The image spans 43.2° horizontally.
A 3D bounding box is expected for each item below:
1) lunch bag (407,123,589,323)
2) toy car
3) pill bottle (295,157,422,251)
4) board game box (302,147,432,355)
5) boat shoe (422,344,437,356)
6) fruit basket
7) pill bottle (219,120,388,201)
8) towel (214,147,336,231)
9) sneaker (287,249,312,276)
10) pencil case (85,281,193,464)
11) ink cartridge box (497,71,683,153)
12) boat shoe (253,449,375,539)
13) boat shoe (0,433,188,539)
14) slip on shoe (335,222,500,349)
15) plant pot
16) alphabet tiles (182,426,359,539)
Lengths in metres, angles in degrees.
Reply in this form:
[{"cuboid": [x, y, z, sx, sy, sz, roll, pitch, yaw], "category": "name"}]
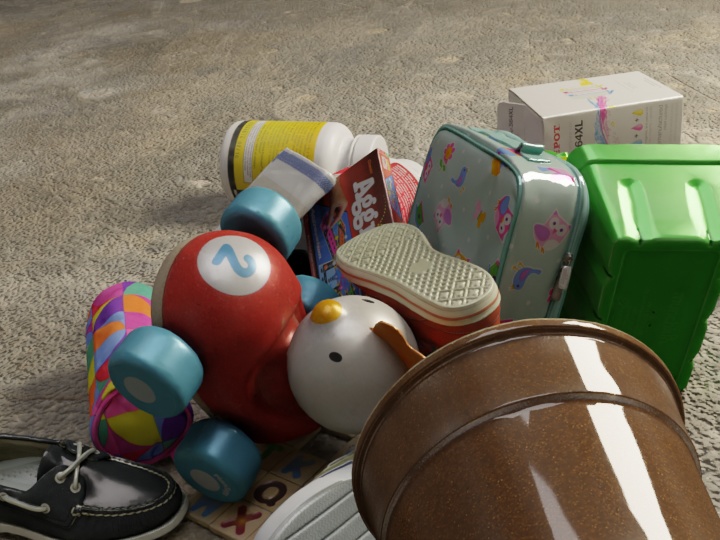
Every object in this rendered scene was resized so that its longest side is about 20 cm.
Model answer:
[{"cuboid": [0.107, -0.034, 0.744, 0.076, 0.163, 0.200, 8, 18, -22], "category": "lunch bag"}, {"cuboid": [-0.032, 0.051, 0.639, 0.198, 0.178, 0.185, -1, 41, 33], "category": "toy car"}, {"cuboid": [0.007, -0.058, 0.971, 0.111, 0.114, 0.200, 8, 21, 26], "category": "pill bottle"}, {"cuboid": [0.000, 0.000, 0.796, 0.102, 0.019, 0.202, -32, 53, 30], "category": "board game box"}, {"cuboid": [0.054, 0.058, 0.789, 0.071, 0.061, 0.202, 12, 17, -32], "category": "boat shoe"}, {"cuboid": [0.214, -0.028, 0.766, 0.153, 0.219, 0.216, 1, 26, 0], "category": "fruit basket"}, {"cuboid": [-0.069, -0.132, 1.147, 0.197, 0.113, 0.111, 4, 28, 20], "category": "pill bottle"}, {"cuboid": [-0.109, -0.029, 0.870, 0.201, 0.024, 0.147, -50, 26, -2], "category": "towel"}, {"cuboid": [-0.081, 0.053, 0.811, 0.070, 0.081, 0.201, 0, 30, 13], "category": "sneaker"}, {"cuboid": [-0.191, 0.086, 0.775, 0.087, 0.090, 0.200, -12, 29, -12], "category": "pencil case"}, {"cuboid": [0.268, -0.152, 1.100, 0.197, 0.130, 0.126, -10, 26, -6], "category": "ink cartridge box"}, {"cuboid": [0.004, 0.156, 0.610, 0.198, 0.073, 0.062, -22, 7, -37], "category": "boat shoe"}, {"cuboid": [-0.223, 0.155, 0.660, 0.197, 0.061, 0.076, -1, 26, 9], "category": "boat shoe"}, {"cuboid": [0.040, 0.014, 0.693, 0.073, 0.062, 0.200, -28, 29, -19], "category": "slip on shoe"}, {"cuboid": [0.106, 0.164, 0.450, 0.197, 0.203, 0.199, -8, 34, -5], "category": "plant pot"}, {"cuboid": [-0.008, 0.161, 0.667, 0.198, 0.008, 0.167, 13, 32, 34], "category": "alphabet tiles"}]
